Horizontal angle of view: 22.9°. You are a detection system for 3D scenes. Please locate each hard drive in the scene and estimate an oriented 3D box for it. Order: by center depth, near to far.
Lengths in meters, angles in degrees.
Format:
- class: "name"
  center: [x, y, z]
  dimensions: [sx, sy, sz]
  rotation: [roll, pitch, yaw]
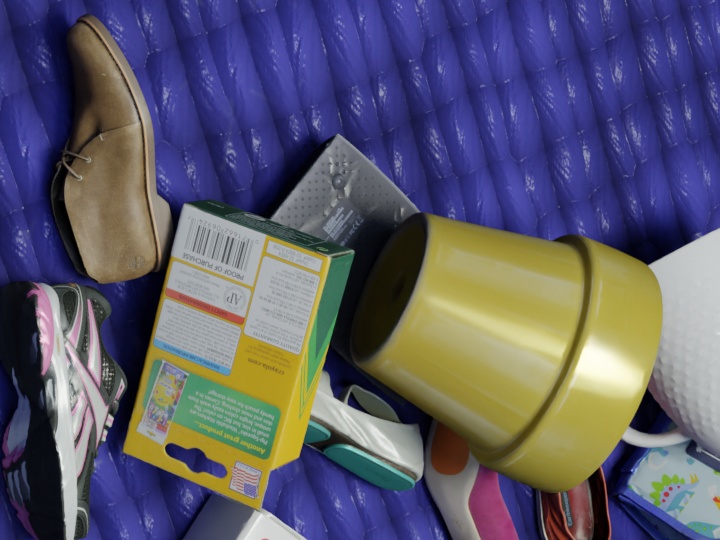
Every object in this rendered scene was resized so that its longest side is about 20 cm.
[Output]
- class: "hard drive"
  center: [0.000, 0.000, 1.447]
  dimensions: [0.200, 0.042, 0.135]
  rotation: [46, 71, -27]

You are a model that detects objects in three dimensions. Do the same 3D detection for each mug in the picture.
- class: "mug"
  center: [0.291, 0.077, 1.561]
  dimensions: [0.176, 0.200, 0.148]
  rotation: [63, 22, 7]

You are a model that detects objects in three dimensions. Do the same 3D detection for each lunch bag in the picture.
- class: "lunch bag"
  center: [0.348, 0.194, 1.637]
  dimensions: [0.200, 0.127, 0.170]
  rotation: [38, 73, -10]

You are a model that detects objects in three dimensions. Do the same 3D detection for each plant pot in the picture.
- class: "plant pot"
  center: [0.104, 0.048, 1.389]
  dimensions: [0.189, 0.201, 0.201]
  rotation: [24, 81, -16]

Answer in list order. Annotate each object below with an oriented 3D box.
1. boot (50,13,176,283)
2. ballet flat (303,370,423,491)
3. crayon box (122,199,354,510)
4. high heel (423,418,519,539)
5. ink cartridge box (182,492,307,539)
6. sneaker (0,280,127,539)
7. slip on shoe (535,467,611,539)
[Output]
- class: "boot"
  center: [-0.194, -0.086, 1.309]
  dimensions: [0.075, 0.074, 0.200]
  rotation: [-18, 106, -23]
- class: "ballet flat"
  center: [-0.026, 0.116, 1.436]
  dimensions: [0.200, 0.069, 0.070]
  rotation: [29, 79, -33]
- class: "crayon box"
  center: [-0.093, 0.061, 1.329]
  dimensions: [0.052, 0.126, 0.200]
  rotation: [-14, 122, -67]
- class: "high heel"
  center: [0.109, 0.192, 1.521]
  dimensions: [0.096, 0.067, 0.201]
  rotation: [-4, 90, -43]
- class: "ink cartridge box"
  center: [-0.100, 0.297, 1.385]
  dimensions: [0.147, 0.083, 0.200]
  rotation: [41, 73, -28]
- class: "sneaker"
  center: [-0.208, 0.103, 1.311]
  dimensions: [0.086, 0.080, 0.201]
  rotation: [-9, 104, -41]
- class: "slip on shoe"
  center: [0.181, 0.160, 1.561]
  dimensions: [0.074, 0.061, 0.200]
  rotation: [-16, 100, -28]
